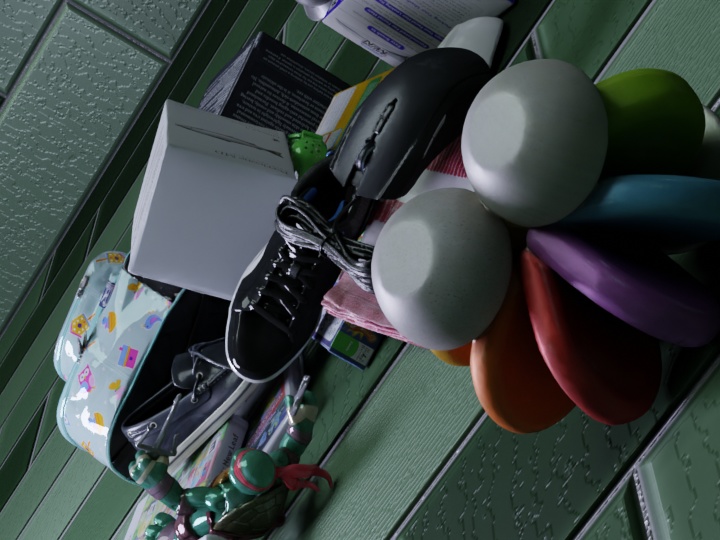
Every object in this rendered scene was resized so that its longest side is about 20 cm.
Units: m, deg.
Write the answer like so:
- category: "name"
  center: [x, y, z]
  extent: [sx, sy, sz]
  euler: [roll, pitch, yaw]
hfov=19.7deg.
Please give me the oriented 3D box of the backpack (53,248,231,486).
- category: "backpack"
  center: [-0.186, 0.088, 1.867]
  extent: [0.152, 0.175, 0.202]
  euler: [21, 90, 32]

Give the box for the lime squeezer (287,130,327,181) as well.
- category: "lime squeezer"
  center: [-0.048, -0.092, 1.858]
  extent: [0.200, 0.037, 0.071]
  euler: [-98, 8, -67]

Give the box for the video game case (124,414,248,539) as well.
- category: "video game case"
  center: [-0.170, 0.235, 1.748]
  extent: [0.200, 0.022, 0.183]
  euler: [-44, 21, 48]

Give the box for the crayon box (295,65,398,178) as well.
- category: "crayon box"
  center: [-0.003, -0.107, 1.877]
  extent: [0.126, 0.051, 0.200]
  euler: [-63, 13, -10]

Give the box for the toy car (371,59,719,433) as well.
- category: "toy car"
  center: [0.119, -0.003, 1.061]
  extent: [0.201, 0.174, 0.150]
  euler: [-54, 49, 23]

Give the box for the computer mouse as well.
- category: "computer mouse"
  center: [0.035, -0.079, 1.500]
  extent: [0.200, 0.046, 0.140]
  euler: [-45, 53, -7]

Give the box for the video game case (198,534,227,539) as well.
- category: "video game case"
  center: [-0.159, 0.310, 1.554]
  extent: [0.200, 0.023, 0.183]
  euler: [-38, 39, 54]

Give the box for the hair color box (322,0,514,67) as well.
- category: "hair color box"
  center: [0.057, -0.249, 1.829]
  extent: [0.200, 0.109, 0.065]
  euler: [-33, 30, 61]

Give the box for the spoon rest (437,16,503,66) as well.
- category: "spoon rest"
  center: [0.073, -0.145, 1.701]
  extent: [0.099, 0.060, 0.200]
  euler: [-49, 4, 35]

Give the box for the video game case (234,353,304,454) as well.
- category: "video game case"
  center: [-0.105, 0.166, 1.756]
  extent: [0.201, 0.023, 0.182]
  euler: [-56, 14, 14]

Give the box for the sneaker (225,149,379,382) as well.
- category: "sneaker"
  center: [-0.051, -0.010, 1.595]
  extent: [0.201, 0.073, 0.112]
  euler: [-61, -7, -4]

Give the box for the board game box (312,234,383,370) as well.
- category: "board game box"
  center: [0.000, 0.000, 1.681]
  extent: [0.136, 0.034, 0.200]
  euler: [-61, 13, 0]

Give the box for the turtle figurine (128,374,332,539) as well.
- category: "turtle figurine"
  center: [-0.097, 0.156, 1.549]
  extent: [0.200, 0.148, 0.101]
  euler: [120, 135, -58]

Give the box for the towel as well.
- category: "towel"
  center: [0.055, -0.044, 1.525]
  extent: [0.144, 0.023, 0.201]
  euler: [15, 75, 58]

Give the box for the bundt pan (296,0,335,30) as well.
- category: "bundt pan"
  center: [0.012, -0.302, 1.946]
  extent: [0.202, 0.201, 0.076]
  euler: [-51, 30, 32]

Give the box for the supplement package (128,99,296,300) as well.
- category: "supplement package"
  center: [-0.128, -0.061, 1.782]
  extent: [0.200, 0.116, 0.118]
  euler: [-110, 37, -74]

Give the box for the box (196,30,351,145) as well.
- category: "box"
  center: [-0.125, -0.114, 2.180]
  extent: [0.200, 0.123, 0.200]
  euler: [-64, 12, -18]

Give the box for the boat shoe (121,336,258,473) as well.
- category: "boat shoe"
  center: [-0.127, 0.090, 1.739]
  extent: [0.200, 0.062, 0.075]
  euler: [-45, 11, 21]
